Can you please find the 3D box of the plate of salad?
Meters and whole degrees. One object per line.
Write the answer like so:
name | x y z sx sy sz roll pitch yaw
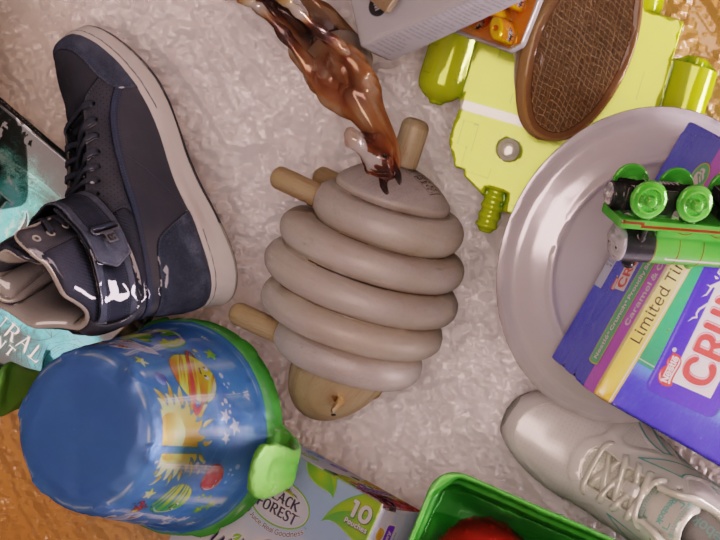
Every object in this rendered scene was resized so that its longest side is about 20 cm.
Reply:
plate of salad | 0.172 -0.004 1.500 0.199 0.048 0.201 -6 107 -19

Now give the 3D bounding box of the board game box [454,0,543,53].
board game box | 0.049 -0.257 1.490 0.199 0.026 0.201 23 94 30

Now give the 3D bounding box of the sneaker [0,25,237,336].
sneaker | -0.179 -0.054 1.490 0.146 0.077 0.203 -18 71 -34

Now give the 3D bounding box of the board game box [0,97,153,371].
board game box | -0.223 -0.017 1.561 0.200 0.028 0.135 40 95 2

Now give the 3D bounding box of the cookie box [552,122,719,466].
cookie box | 0.244 0.035 1.467 0.199 0.075 0.172 29 94 -22

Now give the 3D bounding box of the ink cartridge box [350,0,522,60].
ink cartridge box | 0.068 -0.252 1.438 0.199 0.041 0.201 -22 71 25

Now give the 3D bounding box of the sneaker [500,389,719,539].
sneaker | 0.178 0.136 1.511 0.200 0.080 0.071 30 96 4

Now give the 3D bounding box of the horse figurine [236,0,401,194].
horse figurine | -0.029 -0.136 1.477 0.050 0.200 0.133 -42 114 5

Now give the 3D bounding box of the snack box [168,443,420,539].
snack box | -0.064 0.210 1.514 0.142 0.053 0.201 26 94 34

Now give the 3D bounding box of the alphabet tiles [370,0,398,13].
alphabet tiles | 0.021 -0.279 1.443 0.167 0.008 0.200 43 103 30

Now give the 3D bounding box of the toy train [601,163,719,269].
toy train | 0.228 -0.024 1.388 0.199 0.042 0.057 4 111 -18

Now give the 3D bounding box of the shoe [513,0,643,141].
shoe | 0.139 -0.176 1.486 0.070 0.053 0.201 17 92 -16

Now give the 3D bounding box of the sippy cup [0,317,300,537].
sippy cup | -0.134 0.096 1.463 0.177 0.130 0.140 -24 78 23

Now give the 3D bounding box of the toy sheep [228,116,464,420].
toy sheep | 0.000 0.000 1.496 0.137 0.138 0.201 17 106 4

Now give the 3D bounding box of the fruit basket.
fruit basket | 0.109 0.227 1.448 0.215 0.216 0.156 24 93 3

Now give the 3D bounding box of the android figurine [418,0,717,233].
android figurine | 0.128 -0.113 1.526 0.181 0.041 0.201 18 91 3
